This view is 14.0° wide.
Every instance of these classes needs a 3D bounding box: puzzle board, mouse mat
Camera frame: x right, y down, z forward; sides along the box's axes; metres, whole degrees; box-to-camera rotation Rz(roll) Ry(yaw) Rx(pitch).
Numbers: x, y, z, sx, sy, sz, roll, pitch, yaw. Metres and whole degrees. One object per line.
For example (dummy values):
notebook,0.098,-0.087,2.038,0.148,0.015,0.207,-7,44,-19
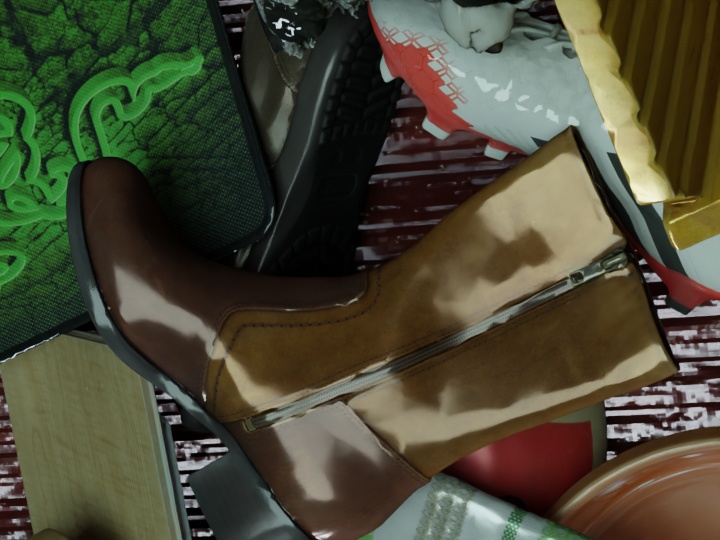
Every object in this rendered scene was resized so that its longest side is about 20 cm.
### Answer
puzzle board,-0.106,0.122,1.280,0.151,0.017,0.201,9,112,59
mouse mat,-0.131,-0.056,1.256,0.200,0.008,0.161,-25,75,31

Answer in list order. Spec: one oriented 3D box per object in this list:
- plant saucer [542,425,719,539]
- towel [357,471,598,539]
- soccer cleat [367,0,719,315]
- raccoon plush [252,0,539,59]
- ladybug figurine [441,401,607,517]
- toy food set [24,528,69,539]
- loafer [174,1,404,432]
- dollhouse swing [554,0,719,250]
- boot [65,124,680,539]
plant saucer,0.156,0.156,1.213,0.200,0.032,0.201,1,110,3
towel,0.052,0.162,1.196,0.200,0.031,0.150,24,110,17
soccer cleat,0.093,-0.067,1.172,0.200,0.069,0.085,40,132,6
raccoon plush,0.005,-0.171,1.114,0.134,0.097,0.200,-20,117,-1
ladybug figurine,0.030,0.094,1.241,0.135,0.072,0.201,19,109,14
toy food set,-0.118,0.215,1.281,0.200,0.049,0.198,-34,75,60
loafer,-0.041,-0.028,1.243,0.071,0.073,0.200,29,104,32
dollhouse swing,0.172,-0.139,1.017,0.175,0.182,0.200,-6,135,22
boot,0.000,0.000,1.151,0.200,0.068,0.189,-30,78,15
